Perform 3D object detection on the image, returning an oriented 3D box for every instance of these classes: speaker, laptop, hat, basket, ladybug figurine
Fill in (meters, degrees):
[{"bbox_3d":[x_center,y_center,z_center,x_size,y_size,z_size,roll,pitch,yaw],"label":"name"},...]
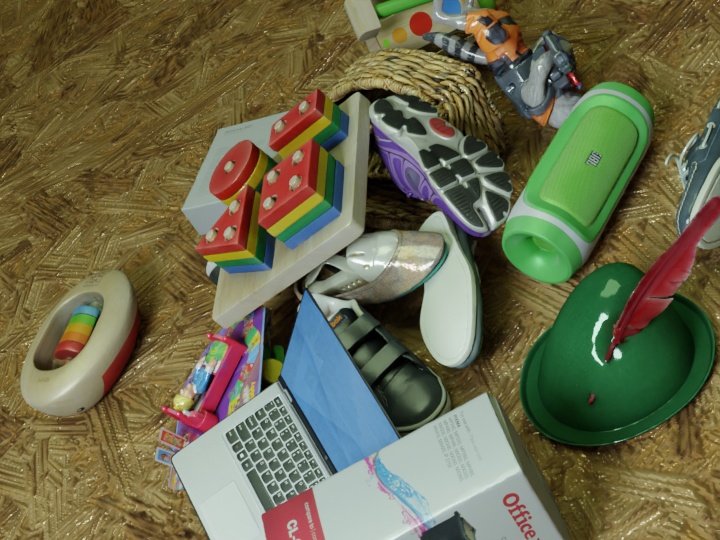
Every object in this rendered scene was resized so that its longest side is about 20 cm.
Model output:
[{"bbox_3d":[0.211,-0.087,1.102,0.088,0.089,0.201,8,54,41],"label":"speaker"},{"bbox_3d":[-0.066,0.161,0.966,0.199,0.116,0.188,-34,59,0],"label":"laptop"},{"bbox_3d":[0.191,0.017,0.927,0.198,0.177,0.166,-32,37,3],"label":"hat"},{"bbox_3d":[0.036,-0.143,1.246,0.198,0.144,0.150,11,55,43],"label":"basket"},{"bbox_3d":[-0.312,0.086,1.317,0.134,0.072,0.202,-7,45,32],"label":"ladybug figurine"}]

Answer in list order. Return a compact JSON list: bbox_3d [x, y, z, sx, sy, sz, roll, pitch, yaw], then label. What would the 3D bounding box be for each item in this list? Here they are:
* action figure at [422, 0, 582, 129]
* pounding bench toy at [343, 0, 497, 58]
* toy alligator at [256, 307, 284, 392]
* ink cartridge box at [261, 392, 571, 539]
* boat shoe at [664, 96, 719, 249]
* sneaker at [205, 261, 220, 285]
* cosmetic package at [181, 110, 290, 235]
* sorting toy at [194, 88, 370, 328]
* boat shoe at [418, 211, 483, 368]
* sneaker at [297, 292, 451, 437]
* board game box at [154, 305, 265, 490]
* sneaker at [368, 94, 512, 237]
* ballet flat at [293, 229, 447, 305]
[{"bbox_3d":[0.170,-0.224,1.234,0.105,0.194,0.200,-46,-9,16],"label":"action figure"},{"bbox_3d":[0.074,-0.308,1.336,0.154,0.126,0.200,-24,0,12],"label":"pounding bench toy"},{"bbox_3d":[-0.081,0.115,1.134,0.053,0.060,0.202,13,42,-9],"label":"toy alligator"},{"bbox_3d":[0.048,0.204,0.859,0.198,0.146,0.083,-29,38,7],"label":"ink cartridge box"},{"bbox_3d":[0.322,-0.097,1.039,0.061,0.075,0.201,7,52,38],"label":"boat shoe"},{"bbox_3d":[-0.093,-0.027,1.278,0.199,0.081,0.074,-33,5,31],"label":"sneaker"},{"bbox_3d":[-0.109,-0.129,1.415,0.197,0.052,0.152,-9,46,29],"label":"cosmetic package"},{"bbox_3d":[-0.086,-0.076,1.153,0.198,0.069,0.202,-34,35,31],"label":"sorting toy"},{"bbox_3d":[0.096,0.022,1.086,0.073,0.061,0.201,-46,29,26],"label":"boat shoe"},{"bbox_3d":[0.002,0.086,1.080,0.078,0.080,0.199,-44,40,-14],"label":"sneaker"},{"bbox_3d":[-0.157,0.114,1.141,0.158,0.039,0.202,-45,28,29],"label":"board game box"},{"bbox_3d":[0.078,-0.096,1.131,0.080,0.084,0.201,-20,47,-22],"label":"sneaker"},{"bbox_3d":[0.000,0.000,1.130,0.199,0.067,0.069,-28,39,46],"label":"ballet flat"}]
